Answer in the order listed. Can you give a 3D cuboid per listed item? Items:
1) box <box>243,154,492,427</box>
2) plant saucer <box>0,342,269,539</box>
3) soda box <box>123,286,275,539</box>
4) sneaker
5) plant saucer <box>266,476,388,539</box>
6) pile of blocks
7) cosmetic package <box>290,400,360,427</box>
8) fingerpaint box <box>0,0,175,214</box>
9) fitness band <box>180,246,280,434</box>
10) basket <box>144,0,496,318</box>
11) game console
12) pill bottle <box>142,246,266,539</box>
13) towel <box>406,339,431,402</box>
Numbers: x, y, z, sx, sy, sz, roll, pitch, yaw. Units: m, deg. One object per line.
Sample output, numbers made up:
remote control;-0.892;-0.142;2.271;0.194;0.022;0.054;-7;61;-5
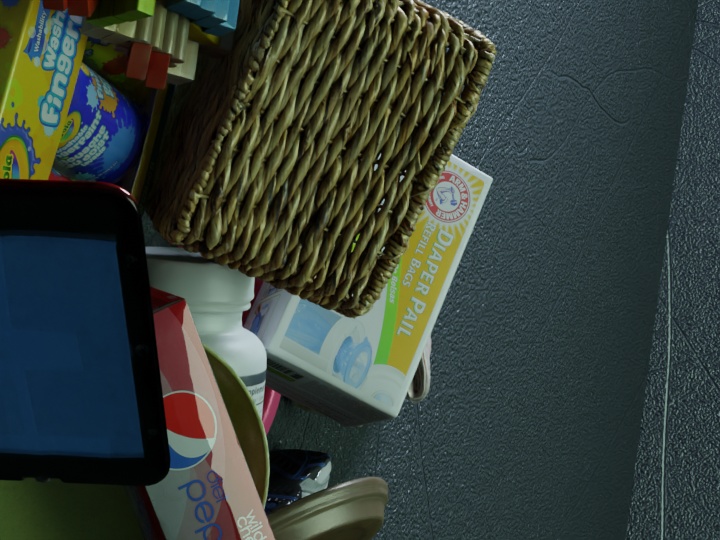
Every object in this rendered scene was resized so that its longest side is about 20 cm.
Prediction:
box;0.000;0.000;1.106;0.101;0.112;0.201;-23;-138;66
plant saucer;-0.155;0.127;0.917;0.031;0.198;0.202;-160;-105;-67
soda box;-0.106;0.115;0.879;0.063;0.070;0.202;-25;106;-21
sneaker;-0.074;0.210;1.231;0.200;0.075;0.078;-22;115;-63
plant saucer;-0.062;0.220;1.142;0.030;0.199;0.200;61;13;18
pile of blocks;-0.111;-0.137;0.809;0.200;0.081;0.063;25;70;-68
cosmetic package;-0.009;0.028;1.276;0.201;0.070;0.106;96;14;-46
fingerpaint box;-0.180;-0.095;0.858;0.167;0.073;0.202;40;60;-65
fitness band;-0.108;0.064;1.150;0.144;0.037;0.201;-62;150;-41
basket;-0.034;-0.094;0.951;0.201;0.148;0.143;-65;-156;8
game console;-0.199;0.062;0.743;0.172;0.118;0.201;-41;142;-41
pill bottle;-0.124;0.089;1.004;0.119;0.119;0.202;-8;105;-68
towel;0.050;0.001;1.439;0.200;0.032;0.193;-82;170;-71
